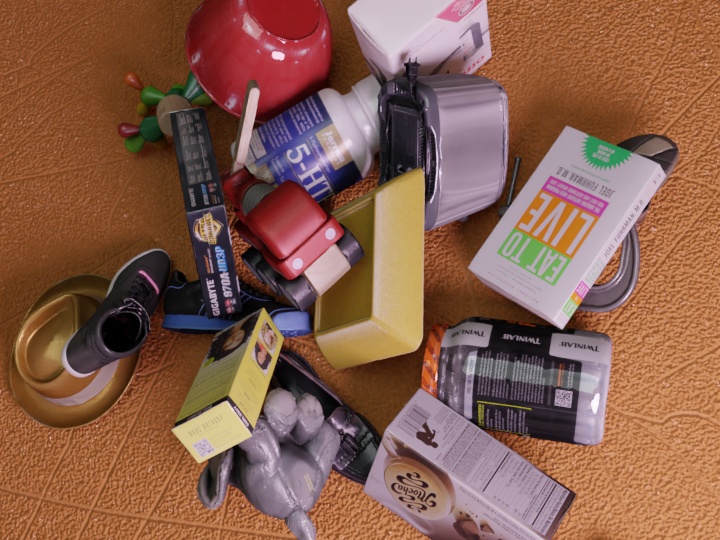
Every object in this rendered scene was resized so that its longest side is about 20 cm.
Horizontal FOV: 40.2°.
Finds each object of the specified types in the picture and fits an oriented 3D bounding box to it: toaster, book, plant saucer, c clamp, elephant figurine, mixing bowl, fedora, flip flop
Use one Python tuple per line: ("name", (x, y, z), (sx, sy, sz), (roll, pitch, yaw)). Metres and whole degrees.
("toaster", (0.095, -0.150, 1.140), (0.113, 0.127, 0.204), (23, 121, 51))
("book", (0.228, -0.049, 1.090), (0.133, 0.048, 0.202), (32, 86, 44))
("plant saucer", (0.000, 0.000, 1.120), (0.048, 0.199, 0.204), (9, 74, -27))
("c clamp", (0.235, -0.040, 1.129), (0.198, 0.027, 0.174), (13, 86, 41))
("elephant figurine", (-0.124, 0.213, 1.118), (0.198, 0.142, 0.156), (-20, 28, 45))
("mixing bowl", (-0.112, -0.296, 1.225), (0.197, 0.108, 0.204), (9, 65, -20))
("fedora", (-0.371, 0.094, 1.233), (0.197, 0.082, 0.205), (-4, 73, 11))
("flip flop", (0.297, -0.067, 1.141), (0.081, 0.057, 0.202), (35, 100, 39))

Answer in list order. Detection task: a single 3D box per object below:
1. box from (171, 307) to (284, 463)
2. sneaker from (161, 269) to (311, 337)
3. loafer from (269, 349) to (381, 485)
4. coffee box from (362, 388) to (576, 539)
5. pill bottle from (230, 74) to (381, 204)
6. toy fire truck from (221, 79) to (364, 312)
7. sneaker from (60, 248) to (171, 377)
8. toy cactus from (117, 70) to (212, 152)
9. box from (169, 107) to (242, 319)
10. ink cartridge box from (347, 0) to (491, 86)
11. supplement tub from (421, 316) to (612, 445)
("box", (-0.139, 0.119, 1.070), (0.074, 0.201, 0.050), (-29, 110, 17))
("sneaker", (-0.152, 0.039, 1.206), (0.196, 0.070, 0.080), (2, 79, 14))
("loafer", (-0.046, 0.170, 1.145), (0.072, 0.063, 0.200), (-44, 69, -2))
("coffee box", (0.112, 0.235, 1.045), (0.198, 0.114, 0.080), (33, 45, 15))
("pill bottle", (-0.049, -0.151, 1.212), (0.198, 0.120, 0.121), (-30, 69, 3))
("toy fire truck", (-0.094, -0.084, 1.070), (0.128, 0.201, 0.176), (-41, 28, -11))
("sneaker", (-0.271, 0.044, 1.190), (0.098, 0.071, 0.201), (-16, 32, 45))
("toy cactus", (-0.239, -0.222, 1.266), (0.198, 0.103, 0.166), (-32, 25, 8))
("box", (-0.183, -0.070, 1.161), (0.045, 0.161, 0.202), (-11, 44, -9))
("ink cartridge box", (0.077, -0.282, 1.178), (0.145, 0.200, 0.085), (-39, 74, -1))
("supplement tub", (0.171, 0.118, 1.079), (0.196, 0.123, 0.125), (7, 75, 14))
